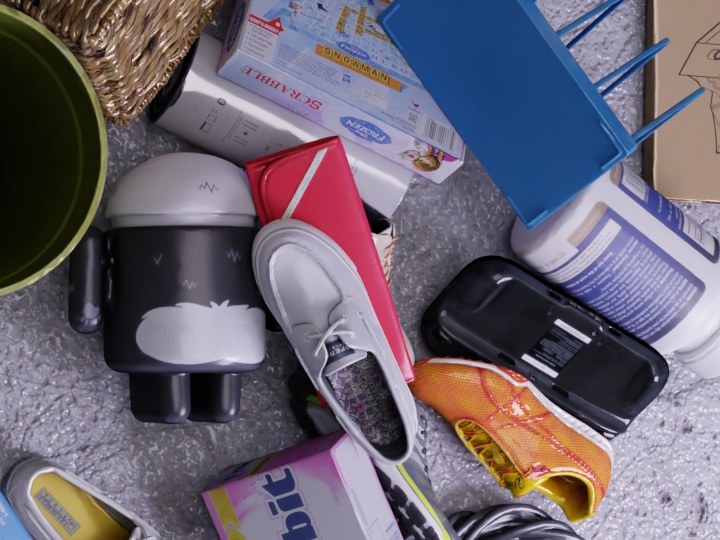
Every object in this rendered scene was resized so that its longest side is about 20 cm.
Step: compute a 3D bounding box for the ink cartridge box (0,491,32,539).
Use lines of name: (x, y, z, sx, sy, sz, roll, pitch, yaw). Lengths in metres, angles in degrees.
ink cartridge box: (-0.324, 0.246, 1.586, 0.200, 0.084, 0.145, -35, 100, -20)

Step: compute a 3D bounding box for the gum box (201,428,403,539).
gum box: (-0.024, 0.232, 1.683, 0.113, 0.066, 0.201, -20, 97, 21)

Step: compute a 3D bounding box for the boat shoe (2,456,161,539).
boat shoe: (-0.175, 0.211, 1.645, 0.202, 0.086, 0.075, 46, 73, -13)

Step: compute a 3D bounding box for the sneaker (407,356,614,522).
sneaker: (0.120, 0.132, 1.764, 0.200, 0.073, 0.077, 31, 57, -16)

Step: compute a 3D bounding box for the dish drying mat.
dish drying mat: (-0.022, 0.003, 1.646, 0.076, 0.018, 0.201, -18, 108, -1)

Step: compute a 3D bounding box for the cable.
cable: (0.113, 0.267, 1.781, 0.199, 0.051, 0.164, -19, 90, -17)

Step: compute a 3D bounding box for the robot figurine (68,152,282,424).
robot figurine: (-0.132, 0.013, 1.654, 0.124, 0.150, 0.201, -1, 88, 21)

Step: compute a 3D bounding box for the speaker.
speaker: (-0.057, -0.105, 1.709, 0.199, 0.081, 0.081, 26, 79, -18)

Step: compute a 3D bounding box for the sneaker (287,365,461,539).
sneaker: (0.029, 0.145, 1.728, 0.081, 0.074, 0.200, -32, 91, -39)

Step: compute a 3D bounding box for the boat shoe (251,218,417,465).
boat shoe: (-0.017, 0.056, 1.617, 0.072, 0.069, 0.201, -23, 109, 1)

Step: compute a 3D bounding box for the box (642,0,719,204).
box: (0.316, -0.155, 1.888, 0.163, 0.021, 0.201, 3, 87, -21)

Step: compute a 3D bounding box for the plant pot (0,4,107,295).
plant pot: (-0.298, -0.076, 1.553, 0.199, 0.193, 0.201, 1, 87, -22)

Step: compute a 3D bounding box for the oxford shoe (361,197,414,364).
oxford shoe: (0.000, 0.000, 1.686, 0.074, 0.071, 0.200, -24, 117, 15)

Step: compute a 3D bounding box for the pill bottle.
pill bottle: (0.228, -0.002, 1.799, 0.200, 0.111, 0.111, 37, 75, -16)

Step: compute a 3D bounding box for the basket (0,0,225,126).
basket: (-0.181, -0.232, 1.603, 0.142, 0.149, 0.200, 30, 76, 15)

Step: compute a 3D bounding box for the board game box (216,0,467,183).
board game box: (0.002, -0.194, 1.717, 0.199, 0.041, 0.200, 26, 55, -19)

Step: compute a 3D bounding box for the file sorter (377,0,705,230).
file sorter: (0.141, -0.163, 1.666, 0.123, 0.139, 0.200, -33, 86, -36)

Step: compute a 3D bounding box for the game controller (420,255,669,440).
game controller: (0.149, 0.065, 1.780, 0.200, 0.042, 0.104, 31, 113, -18)
